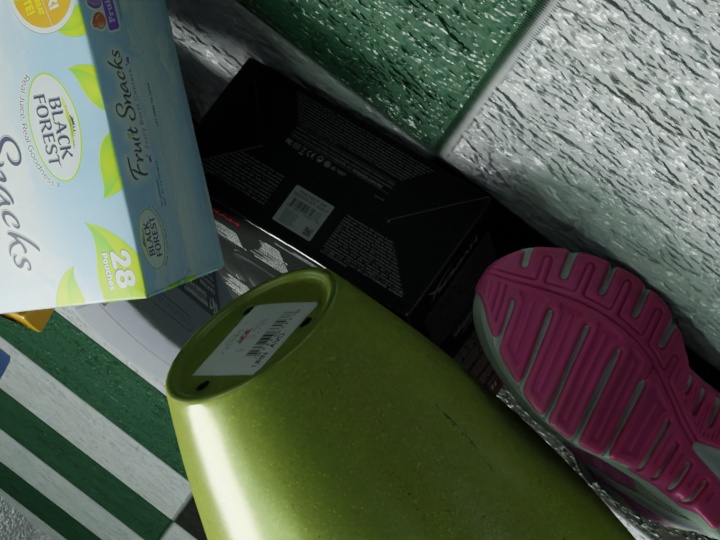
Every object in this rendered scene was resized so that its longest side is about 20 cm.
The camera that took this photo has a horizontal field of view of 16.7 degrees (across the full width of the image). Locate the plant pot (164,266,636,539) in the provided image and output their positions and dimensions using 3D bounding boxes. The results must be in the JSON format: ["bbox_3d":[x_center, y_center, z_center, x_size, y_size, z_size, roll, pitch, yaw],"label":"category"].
[{"bbox_3d":[0.004,0.103,1.119,0.201,0.187,0.187,57,159,-22],"label":"plant pot"}]

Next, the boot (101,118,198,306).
[{"bbox_3d":[-0.133,-0.055,1.272,0.097,0.075,0.200,50,-165,-16],"label":"boot"}]

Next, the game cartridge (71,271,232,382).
[{"bbox_3d":[-0.127,-0.012,1.390,0.041,0.134,0.200,-17,149,20],"label":"game cartridge"}]

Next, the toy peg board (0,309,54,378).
[{"bbox_3d":[-0.227,-0.028,1.424,0.097,0.200,0.200,19,166,31],"label":"toy peg board"}]

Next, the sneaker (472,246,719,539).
[{"bbox_3d":[0.122,0.066,1.139,0.200,0.082,0.088,42,163,-16],"label":"sneaker"}]

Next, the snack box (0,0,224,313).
[{"bbox_3d":[-0.175,-0.066,1.167,0.199,0.068,0.170,-7,100,35],"label":"snack box"}]

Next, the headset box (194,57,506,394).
[{"bbox_3d":[0.000,0.000,1.237,0.148,0.077,0.200,31,165,23],"label":"headset box"}]
